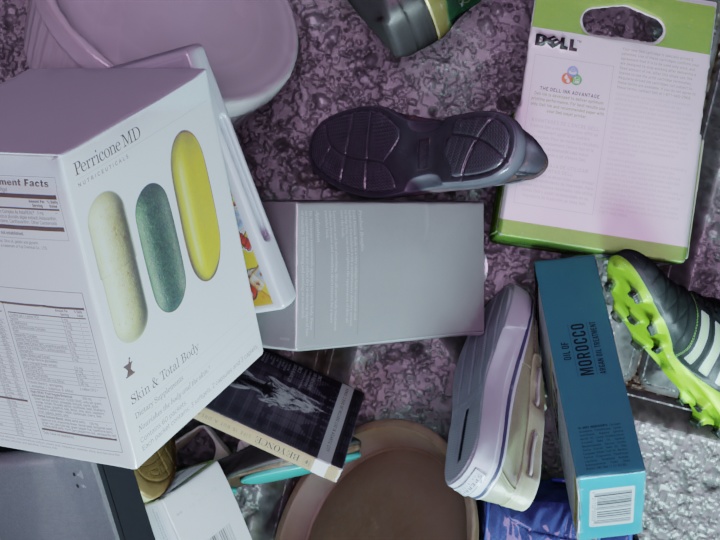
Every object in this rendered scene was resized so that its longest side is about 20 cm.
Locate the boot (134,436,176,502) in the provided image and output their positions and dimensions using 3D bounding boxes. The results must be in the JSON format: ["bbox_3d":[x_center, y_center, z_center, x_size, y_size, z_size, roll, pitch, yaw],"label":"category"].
[{"bbox_3d":[-0.220,0.129,1.055,0.154,0.200,0.073,-23,118,2],"label":"boot"}]

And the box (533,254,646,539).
[{"bbox_3d":[0.167,0.090,1.049,0.049,0.083,0.201,-7,48,2],"label":"box"}]

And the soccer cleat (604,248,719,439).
[{"bbox_3d":[0.255,0.044,1.094,0.081,0.067,0.200,-45,120,-10],"label":"soccer cleat"}]

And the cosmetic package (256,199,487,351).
[{"bbox_3d":[0.000,0.000,1.049,0.090,0.199,0.108,2,91,44],"label":"cosmetic package"}]

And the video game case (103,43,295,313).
[{"bbox_3d":[-0.156,-0.047,0.974,0.199,0.023,0.183,-9,110,32],"label":"video game case"}]

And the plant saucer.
[{"bbox_3d":[0.012,0.212,1.080,0.029,0.200,0.201,30,93,-43],"label":"plant saucer"}]

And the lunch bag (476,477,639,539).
[{"bbox_3d":[0.144,0.247,1.086,0.131,0.136,0.202,8,90,-1],"label":"lunch bag"}]

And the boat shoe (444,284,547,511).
[{"bbox_3d":[0.109,0.097,1.073,0.062,0.201,0.072,31,136,-14],"label":"boat shoe"}]

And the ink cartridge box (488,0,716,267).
[{"bbox_3d":[0.188,-0.113,1.104,0.146,0.076,0.202,9,87,0],"label":"ink cartridge box"}]

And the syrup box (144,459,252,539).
[{"bbox_3d":[-0.188,0.213,1.071,0.199,0.079,0.082,-21,95,29],"label":"syrup box"}]

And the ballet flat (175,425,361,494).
[{"bbox_3d":[-0.099,0.147,1.111,0.199,0.068,0.069,-22,78,8],"label":"ballet flat"}]

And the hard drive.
[{"bbox_3d":[-0.221,0.189,0.996,0.199,0.033,0.141,-11,99,41],"label":"hard drive"}]

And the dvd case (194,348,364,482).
[{"bbox_3d":[-0.097,0.084,1.073,0.199,0.149,0.016,24,107,-1],"label":"dvd case"}]

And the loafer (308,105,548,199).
[{"bbox_3d":[0.050,-0.084,1.078,0.199,0.063,0.073,4,82,40],"label":"loafer"}]

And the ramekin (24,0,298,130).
[{"bbox_3d":[-0.155,-0.171,1.048,0.202,0.203,0.094,38,134,-2],"label":"ramekin"}]

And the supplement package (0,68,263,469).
[{"bbox_3d":[-0.176,-0.008,0.894,0.150,0.152,0.202,4,117,29],"label":"supplement package"}]

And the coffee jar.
[{"bbox_3d":[0.079,-0.252,1.076,0.199,0.085,0.104,-35,59,-3],"label":"coffee jar"}]
